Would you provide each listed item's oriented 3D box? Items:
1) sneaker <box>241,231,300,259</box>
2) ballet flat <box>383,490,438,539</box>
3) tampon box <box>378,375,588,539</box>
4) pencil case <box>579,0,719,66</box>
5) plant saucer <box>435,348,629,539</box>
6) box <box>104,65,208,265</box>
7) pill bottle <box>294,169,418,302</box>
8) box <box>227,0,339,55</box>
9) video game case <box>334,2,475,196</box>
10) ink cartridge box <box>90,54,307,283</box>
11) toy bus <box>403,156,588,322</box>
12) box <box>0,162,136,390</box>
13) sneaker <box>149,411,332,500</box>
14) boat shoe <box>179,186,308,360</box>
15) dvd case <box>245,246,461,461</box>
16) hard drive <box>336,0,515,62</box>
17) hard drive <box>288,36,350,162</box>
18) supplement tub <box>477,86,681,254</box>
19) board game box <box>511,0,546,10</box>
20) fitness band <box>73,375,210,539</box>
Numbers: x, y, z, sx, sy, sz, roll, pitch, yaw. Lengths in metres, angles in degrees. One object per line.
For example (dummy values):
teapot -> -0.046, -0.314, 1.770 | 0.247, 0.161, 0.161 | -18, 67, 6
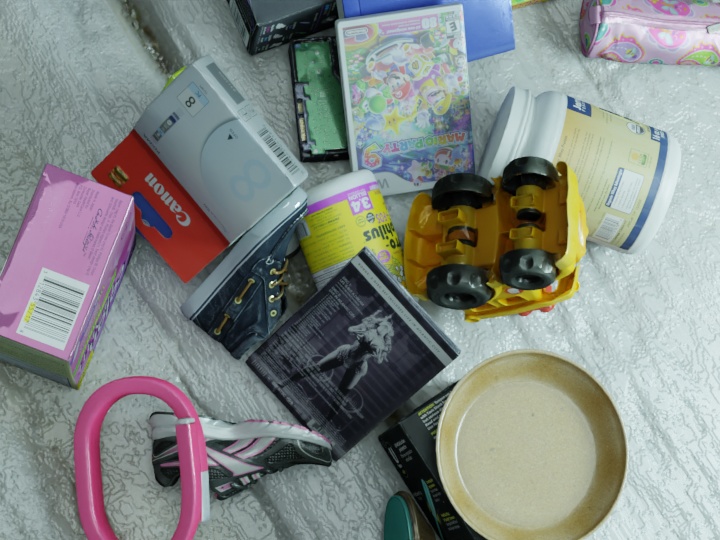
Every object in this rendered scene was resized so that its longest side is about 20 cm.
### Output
sneaker -> -0.126, -0.107, 1.645 | 0.067, 0.108, 0.203 | -29, 84, -14
ballet flat -> 0.066, 0.337, 1.608 | 0.072, 0.068, 0.203 | 3, 77, -28
tampon box -> 0.131, 0.219, 1.592 | 0.126, 0.150, 0.201 | -32, 84, -14
pencil case -> 0.356, -0.283, 1.767 | 0.197, 0.087, 0.089 | 5, 77, -7
plant saucer -> 0.168, 0.181, 1.510 | 0.198, 0.035, 0.203 | 2, 77, -9
box -> -0.194, -0.101, 1.602 | 0.122, 0.048, 0.201 | 38, 119, 2
pill bottle -> 0.000, 0.000, 1.638 | 0.103, 0.104, 0.202 | -21, 90, -12
box -> -0.053, -0.343, 1.707 | 0.198, 0.106, 0.123 | -21, 84, -13
video game case -> 0.052, -0.186, 1.671 | 0.141, 0.018, 0.202 | -10, 110, -9
ink cartridge box -> -0.174, -0.095, 1.542 | 0.200, 0.047, 0.160 | -39, 94, 26
toy bus -> 0.173, -0.013, 1.622 | 0.192, 0.198, 0.137 | 36, 51, -45
box -> -0.305, 0.012, 1.546 | 0.096, 0.200, 0.178 | 21, 75, -4
sneaker -> -0.128, 0.202, 1.604 | 0.197, 0.080, 0.088 | 4, 82, 5
boat shoe -> -0.101, 0.004, 1.613 | 0.091, 0.071, 0.200 | 42, 115, -4
dvd case -> -0.010, 0.091, 1.599 | 0.149, 0.016, 0.200 | 47, 118, 0
hard drive -> 0.074, -0.287, 1.681 | 0.198, 0.025, 0.133 | -17, 117, -15
hard drive -> 0.022, -0.200, 1.724 | 0.197, 0.038, 0.142 | -6, 79, -10
supplement tub -> 0.241, -0.114, 1.683 | 0.198, 0.144, 0.146 | 19, 76, -4
board game box -> 0.146, -0.348, 1.779 | 0.198, 0.030, 0.097 | -17, 82, -9
fitness band -> -0.229, 0.211, 1.565 | 0.142, 0.037, 0.203 | -6, 87, 18
